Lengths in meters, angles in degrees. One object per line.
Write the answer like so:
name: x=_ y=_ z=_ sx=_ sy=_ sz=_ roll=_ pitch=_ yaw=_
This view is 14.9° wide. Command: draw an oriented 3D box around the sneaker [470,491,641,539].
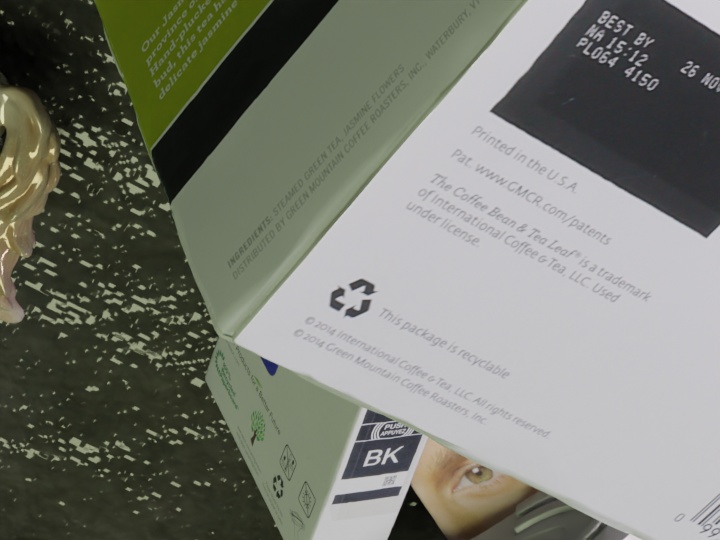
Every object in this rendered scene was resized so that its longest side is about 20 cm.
sneaker: x=0.043 y=0.144 z=0.980 sx=0.200 sy=0.076 sz=0.081 roll=-28 pitch=119 yaw=34

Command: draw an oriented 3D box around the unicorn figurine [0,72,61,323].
unicorn figurine: x=-0.190 y=-0.070 z=0.946 sx=0.200 sy=0.074 sz=0.137 roll=22 pitch=121 yaw=-7

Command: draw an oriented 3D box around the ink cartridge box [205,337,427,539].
ink cartridge box: x=0.000 y=0.000 z=0.943 sx=0.039 sy=0.099 sz=0.200 roll=-6 pitch=137 yaw=-26

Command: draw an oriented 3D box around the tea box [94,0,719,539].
tea box: x=0.055 y=-0.050 z=0.699 sx=0.200 sy=0.197 sz=0.134 roll=28 pitch=115 yaw=-34

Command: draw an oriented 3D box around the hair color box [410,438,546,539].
hair color box: x=0.108 y=0.105 z=1.012 sx=0.109 sy=0.065 sz=0.200 roll=-24 pitch=110 yaw=27
